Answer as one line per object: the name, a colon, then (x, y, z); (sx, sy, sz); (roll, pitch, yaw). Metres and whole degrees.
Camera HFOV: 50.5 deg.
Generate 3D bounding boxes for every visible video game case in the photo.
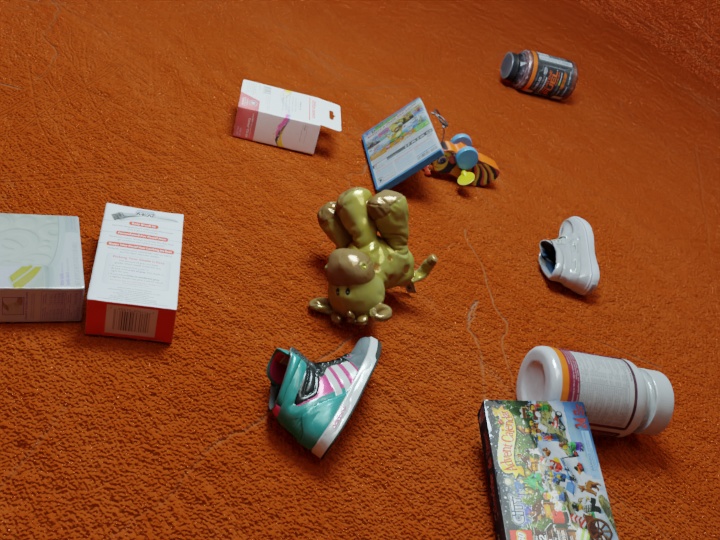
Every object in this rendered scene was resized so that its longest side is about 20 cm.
video game case: (0.077, -0.243, 1.472); (0.018, 0.142, 0.202); (47, 19, -37)

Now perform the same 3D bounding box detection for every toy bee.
toy bee: (0.182, -0.227, 1.539); (0.200, 0.109, 0.131); (43, 24, -13)

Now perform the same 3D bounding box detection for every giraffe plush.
giraffe plush: (0.000, 0.000, 1.118); (0.201, 0.171, 0.163); (53, 45, -14)

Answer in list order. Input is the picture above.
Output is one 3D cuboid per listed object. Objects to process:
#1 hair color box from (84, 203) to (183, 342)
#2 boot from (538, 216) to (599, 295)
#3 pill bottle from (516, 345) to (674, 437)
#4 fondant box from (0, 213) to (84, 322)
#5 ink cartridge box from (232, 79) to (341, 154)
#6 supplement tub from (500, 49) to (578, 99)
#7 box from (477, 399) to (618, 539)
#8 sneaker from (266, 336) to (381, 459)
hair color box: (-0.296, 0.000, 1.013); (0.109, 0.065, 0.202); (8, 39, -16)
boot: (0.375, -0.044, 1.404); (0.094, 0.074, 0.202); (20, 36, -13)
pill bottle: (0.329, 0.173, 1.070); (0.196, 0.111, 0.111); (10, 37, -16)
fondant box: (-0.450, -0.006, 0.945); (0.196, 0.059, 0.145); (0, 41, -25)
ink cartridge box: (-0.139, -0.290, 1.464); (0.196, 0.068, 0.117); (11, 37, -11)
supplement tub: (0.481, -0.533, 2.065); (0.196, 0.108, 0.108); (8, 37, -17)
box: (0.223, 0.254, 0.921); (0.134, 0.038, 0.203); (2, 49, -7)
sneaker: (-0.055, 0.130, 0.958); (0.120, 0.084, 0.201); (33, 37, 0)
